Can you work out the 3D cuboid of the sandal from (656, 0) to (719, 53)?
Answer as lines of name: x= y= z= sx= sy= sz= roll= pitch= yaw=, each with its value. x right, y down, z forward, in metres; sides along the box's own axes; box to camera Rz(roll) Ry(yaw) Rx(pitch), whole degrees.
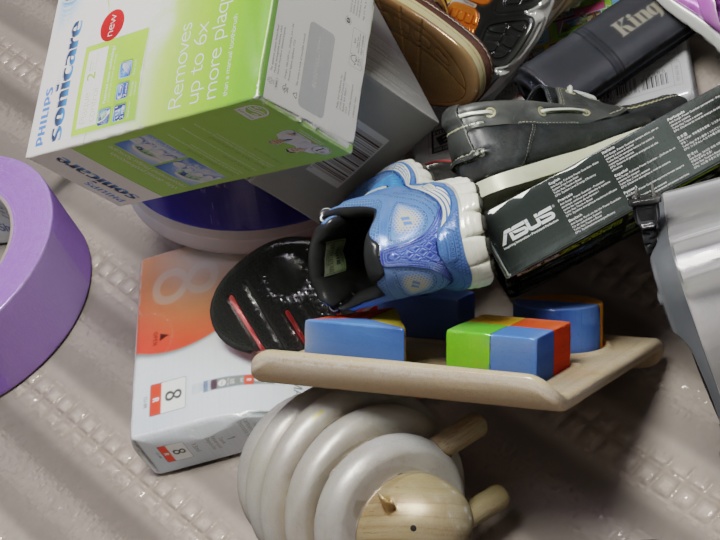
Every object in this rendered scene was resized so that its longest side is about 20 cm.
sandal: x=0.254 y=-0.178 z=1.308 sx=0.082 sy=0.050 sz=0.203 roll=-31 pitch=65 yaw=-16

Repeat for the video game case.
video game case: x=0.131 y=-0.151 z=1.415 sx=0.199 sy=0.023 sz=0.183 roll=-16 pitch=45 yaw=16

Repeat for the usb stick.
usb stick: x=0.192 y=-0.165 z=1.350 sx=0.200 sy=0.033 sz=0.055 roll=-34 pitch=51 yaw=-16

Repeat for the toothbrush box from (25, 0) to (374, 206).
toothbrush box: x=-0.094 y=-0.133 z=1.195 sx=0.199 sy=0.086 sz=0.146 roll=-10 pitch=63 yaw=42

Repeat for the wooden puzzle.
wooden puzzle: x=0.060 y=0.040 z=1.155 sx=0.184 sy=0.200 sz=0.047 roll=4 pitch=96 yaw=26

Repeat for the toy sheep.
toy sheep: x=-0.003 y=0.123 z=1.158 sx=0.138 sy=0.138 sz=0.200 roll=-46 pitch=29 yaw=-17

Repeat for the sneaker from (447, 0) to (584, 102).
sneaker: x=0.129 y=-0.194 z=1.393 sx=0.076 sy=0.092 sz=0.201 roll=32 pitch=94 yaw=37

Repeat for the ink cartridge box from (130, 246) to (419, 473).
ink cartridge box: x=-0.053 y=0.037 z=1.319 sx=0.199 sy=0.050 sz=0.163 roll=-19 pitch=44 yaw=16

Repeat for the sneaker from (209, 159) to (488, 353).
sneaker: x=0.000 y=0.000 z=1.292 sx=0.199 sy=0.087 sz=0.074 roll=-27 pitch=82 yaw=7

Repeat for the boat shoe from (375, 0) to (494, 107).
boat shoe: x=0.030 y=-0.173 z=1.353 sx=0.072 sy=0.072 sz=0.200 roll=-28 pitch=39 yaw=-27

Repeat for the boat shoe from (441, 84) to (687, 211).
boat shoe: x=0.136 y=-0.091 z=1.261 sx=0.199 sy=0.072 sz=0.068 roll=-15 pitch=75 yaw=-37

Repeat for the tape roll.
tape roll: x=-0.299 y=0.011 z=1.465 sx=0.199 sy=0.066 sz=0.201 roll=-15 pitch=44 yaw=15

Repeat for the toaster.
toaster: x=0.233 y=0.018 z=1.076 sx=0.129 sy=0.201 sz=0.114 roll=-18 pitch=24 yaw=13

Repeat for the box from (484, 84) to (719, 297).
box: x=0.165 y=-0.051 z=1.195 sx=0.199 sy=0.193 sz=0.048 roll=-28 pitch=82 yaw=3

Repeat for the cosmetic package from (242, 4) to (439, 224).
cosmetic package: x=-0.041 y=-0.138 z=1.271 sx=0.107 sy=0.090 sz=0.200 roll=-43 pitch=49 yaw=17

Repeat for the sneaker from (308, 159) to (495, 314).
sneaker: x=0.007 y=-0.020 z=1.150 sx=0.089 sy=0.079 sz=0.200 roll=-11 pitch=3 yaw=-14

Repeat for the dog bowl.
dog bowl: x=-0.071 y=-0.102 z=1.395 sx=0.199 sy=0.079 sz=0.201 roll=-5 pitch=39 yaw=4
